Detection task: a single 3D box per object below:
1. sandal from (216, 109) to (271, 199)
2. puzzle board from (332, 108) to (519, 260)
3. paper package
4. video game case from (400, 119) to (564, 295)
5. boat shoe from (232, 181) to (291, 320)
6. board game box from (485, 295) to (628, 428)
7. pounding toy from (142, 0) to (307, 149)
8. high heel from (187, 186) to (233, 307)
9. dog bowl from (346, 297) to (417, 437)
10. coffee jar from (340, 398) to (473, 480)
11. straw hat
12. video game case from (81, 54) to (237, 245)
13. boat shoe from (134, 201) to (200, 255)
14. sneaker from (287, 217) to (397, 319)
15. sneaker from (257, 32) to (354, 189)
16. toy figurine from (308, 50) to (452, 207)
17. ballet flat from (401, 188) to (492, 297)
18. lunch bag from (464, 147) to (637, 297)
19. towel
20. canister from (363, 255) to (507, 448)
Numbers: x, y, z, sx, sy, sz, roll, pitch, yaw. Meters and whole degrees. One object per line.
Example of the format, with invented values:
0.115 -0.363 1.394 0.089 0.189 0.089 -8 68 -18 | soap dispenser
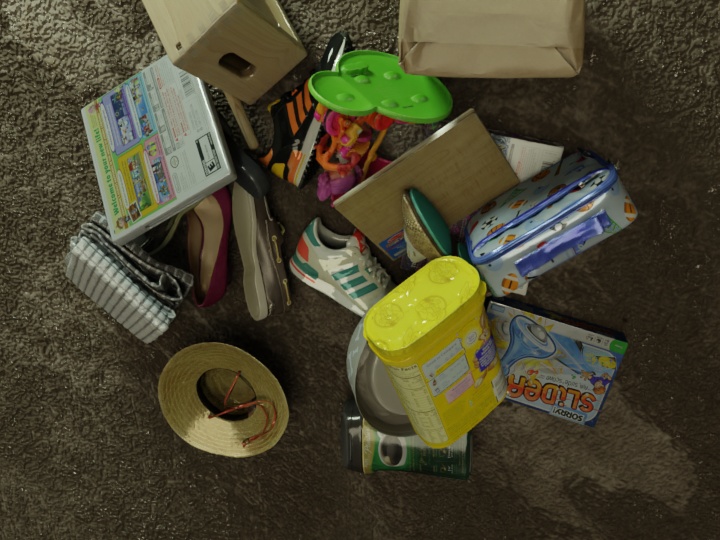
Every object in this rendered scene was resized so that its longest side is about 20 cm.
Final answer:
-0.185 -0.172 0.901 0.200 0.076 0.043 43 72 11 | sandal
0.083 -0.098 0.835 0.197 0.018 0.150 -31 142 19 | puzzle board
0.143 -0.272 0.748 0.184 0.201 0.107 4 110 8 | paper package
0.155 -0.083 0.898 0.175 0.036 0.206 11 110 5 | video game case
-0.136 -0.037 0.951 0.058 0.071 0.207 -10 96 -29 | boat shoe
0.254 0.126 0.953 0.194 0.035 0.139 16 110 4 | board game box
-0.165 -0.280 0.809 0.140 0.199 0.188 -33 74 18 | pounding toy
-0.216 -0.055 0.939 0.065 0.096 0.206 -7 107 12 | high heel
0.068 0.119 0.915 0.194 0.058 0.207 -9 112 -24 | dog bowl
0.067 0.244 0.997 0.193 0.085 0.108 2 104 8 | coffee jar
-0.196 0.176 1.021 0.194 0.086 0.207 2 114 5 | straw hat
-0.258 -0.161 0.856 0.178 0.022 0.205 -26 71 13 | video game case
-0.278 -0.088 0.927 0.199 0.065 0.074 -36 66 37 | boat shoe
0.000 0.000 0.934 0.196 0.071 0.095 28 117 2 | sneaker
-0.076 -0.214 0.876 0.088 0.070 0.205 24 109 7 | sneaker
-0.001 -0.145 0.836 0.150 0.197 0.187 44 133 26 | toy figurine
0.097 -0.020 0.848 0.064 0.072 0.199 -28 125 29 | ballet flat
0.218 -0.060 0.792 0.197 0.161 0.076 -33 105 16 | lunch bag
-0.320 0.011 0.937 0.165 0.086 0.199 43 155 -11 | towel
0.099 0.106 0.827 0.147 0.086 0.203 -35 130 -13 | canister
